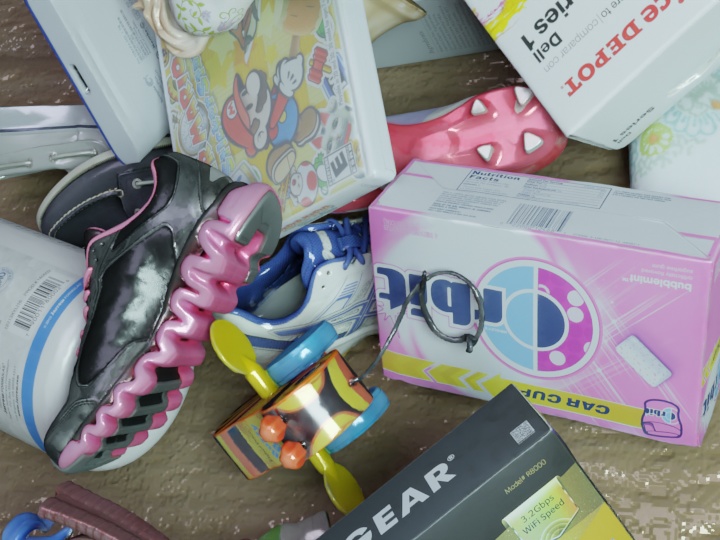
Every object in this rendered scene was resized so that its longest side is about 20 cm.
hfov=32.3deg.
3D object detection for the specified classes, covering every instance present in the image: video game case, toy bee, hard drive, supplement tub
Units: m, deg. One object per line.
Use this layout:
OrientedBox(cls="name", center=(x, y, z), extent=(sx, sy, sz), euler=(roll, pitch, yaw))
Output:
OrientedBox(cls="video game case", center=(-0.062, -0.120, 0.765), extent=(0.181, 0.023, 0.202), euler=(-24, 72, 44))
OrientedBox(cls="toy bee", center=(-0.035, 0.072, 0.692), extent=(0.130, 0.201, 0.109), euler=(37, 43, 12))
OrientedBox(cls="hard drive", center=(-0.138, -0.187, 0.874), extent=(0.025, 0.133, 0.200), euler=(-4, 36, 36))
OrientedBox(cls="supplement tub", center=(-0.221, 0.041, 0.829), extent=(0.199, 0.132, 0.133), euler=(18, 71, 32))

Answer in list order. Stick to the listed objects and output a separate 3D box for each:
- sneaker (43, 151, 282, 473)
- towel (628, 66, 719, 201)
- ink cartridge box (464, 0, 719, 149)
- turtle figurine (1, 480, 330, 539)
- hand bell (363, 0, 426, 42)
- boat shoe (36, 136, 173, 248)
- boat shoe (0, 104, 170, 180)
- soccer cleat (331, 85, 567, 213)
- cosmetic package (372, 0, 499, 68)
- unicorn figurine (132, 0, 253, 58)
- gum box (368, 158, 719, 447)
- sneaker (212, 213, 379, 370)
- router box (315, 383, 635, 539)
OrientedBox(cls="sneaker", center=(-0.131, 0.020, 0.719), extent=(0.095, 0.079, 0.201), euler=(32, 87, 14))
OrientedBox(cls="towel", center=(0.256, -0.066, 0.722), extent=(0.198, 0.048, 0.173), euler=(-8, 57, 21))
OrientedBox(cls="ink cartridge box", center=(0.132, -0.193, 0.725), extent=(0.145, 0.084, 0.201), euler=(-42, 69, 24))
OrientedBox(cls="turtle figurine", center=(-0.099, 0.215, 0.685), extent=(0.192, 0.144, 0.202), euler=(-13, 63, 0))
OrientedBox(cls="hand bell", center=(-0.054, -0.113, 0.816), extent=(0.104, 0.104, 0.201), euler=(45, 107, 36))
OrientedBox(cls="boat shoe", center=(-0.138, -0.050, 0.879), extent=(0.198, 0.073, 0.063), euler=(-20, 56, 7))
OrientedBox(cls="boat shoe", center=(-0.200, -0.091, 0.936), extent=(0.197, 0.072, 0.067), euler=(1, 96, 8))
OrientedBox(cls="soccer cleat", center=(0.032, -0.072, 0.777), extent=(0.198, 0.076, 0.068), euler=(-10, 79, 17))
OrientedBox(cls="cosmetic package", center=(0.071, -0.211, 0.871), extent=(0.198, 0.074, 0.103), euler=(-6, 61, 21))
OrientedBox(cls="unicorn figurine", center=(-0.070, -0.193, 0.719), extent=(0.073, 0.200, 0.139), euler=(-15, 74, -33))
OrientedBox(cls="gum box", center=(0.099, 0.013, 0.688), extent=(0.198, 0.115, 0.066), euler=(11, 33, 24))
OrientedBox(cls="sneaker", center=(0.000, 0.000, 0.777), extent=(0.199, 0.088, 0.076), euler=(-32, 52, 3))
OrientedBox(cls="router box", center=(0.046, 0.178, 0.610), extent=(0.199, 0.158, 0.052), euler=(-39, 25, 1))
